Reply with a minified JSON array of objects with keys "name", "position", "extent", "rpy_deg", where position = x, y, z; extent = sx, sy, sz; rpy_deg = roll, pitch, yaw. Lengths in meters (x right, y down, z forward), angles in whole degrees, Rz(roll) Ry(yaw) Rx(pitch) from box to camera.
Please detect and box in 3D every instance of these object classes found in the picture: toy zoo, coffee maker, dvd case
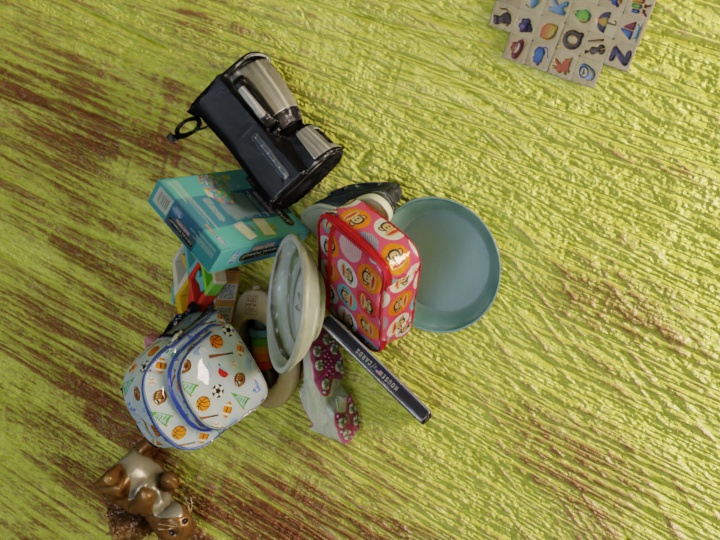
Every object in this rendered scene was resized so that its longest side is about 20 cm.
[{"name":"toy zoo","position":[-0.268,0.006,1.423],"extent":[0.200,0.020,0.132],"rpy_deg":[-47,50,49]},{"name":"coffee maker","position":[-0.151,-0.191,1.322],"extent":[0.192,0.135,0.200],"rpy_deg":[-41,83,34]},{"name":"dvd case","position":[0.026,0.149,1.302],"extent":[0.025,0.150,0.200],"rpy_deg":[-45,78,-5]}]

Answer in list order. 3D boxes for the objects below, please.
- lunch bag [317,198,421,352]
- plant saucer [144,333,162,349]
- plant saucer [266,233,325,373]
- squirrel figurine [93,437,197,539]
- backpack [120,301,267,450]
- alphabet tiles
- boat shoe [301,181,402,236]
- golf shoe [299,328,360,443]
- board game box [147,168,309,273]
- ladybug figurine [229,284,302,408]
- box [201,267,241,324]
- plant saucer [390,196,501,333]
[{"name":"lunch bag","position":[0.000,0.000,1.252],"extent":[0.176,0.082,0.201],"rpy_deg":[42,148,31]},{"name":"plant saucer","position":[-0.294,0.189,1.475],"extent":[0.201,0.051,0.201],"rpy_deg":[49,157,29]},{"name":"plant saucer","position":[-0.089,0.049,1.271],"extent":[0.050,0.200,0.201],"rpy_deg":[4,109,-20]},{"name":"squirrel figurine","position":[-0.384,0.422,1.594],"extent":[0.187,0.142,0.200],"rpy_deg":[48,132,-2]},{"name":"backpack","position":[-0.247,0.173,1.308],"extent":[0.154,0.190,0.201],"rpy_deg":[-13,112,57]},{"name":"alphabet tiles","position":[0.271,-0.337,1.141],"extent":[0.199,0.006,0.167],"rpy_deg":[25,112,20]},{"name":"boat shoe","position":[-0.011,-0.095,1.304],"extent":[0.075,0.066,0.199],"rpy_deg":[49,148,-16]},{"name":"golf shoe","position":[-0.068,0.181,1.384],"extent":[0.091,0.075,0.201],"rpy_deg":[-1,112,38]},{"name":"board game box","position":[-0.193,-0.079,1.314],"extent":[0.151,0.200,0.047],"rpy_deg":[47,122,18]},{"name":"ladybug figurine","position":[-0.145,0.119,1.415],"extent":[0.135,0.072,0.201],"rpy_deg":[3,103,34]},{"name":"box","position":[-0.249,0.069,1.446],"extent":[0.119,0.041,0.201],"rpy_deg":[41,121,53]},{"name":"plant saucer","position":[0.114,-0.010,1.279],"extent":[0.199,0.036,0.201],"rpy_deg":[7,105,25]}]
